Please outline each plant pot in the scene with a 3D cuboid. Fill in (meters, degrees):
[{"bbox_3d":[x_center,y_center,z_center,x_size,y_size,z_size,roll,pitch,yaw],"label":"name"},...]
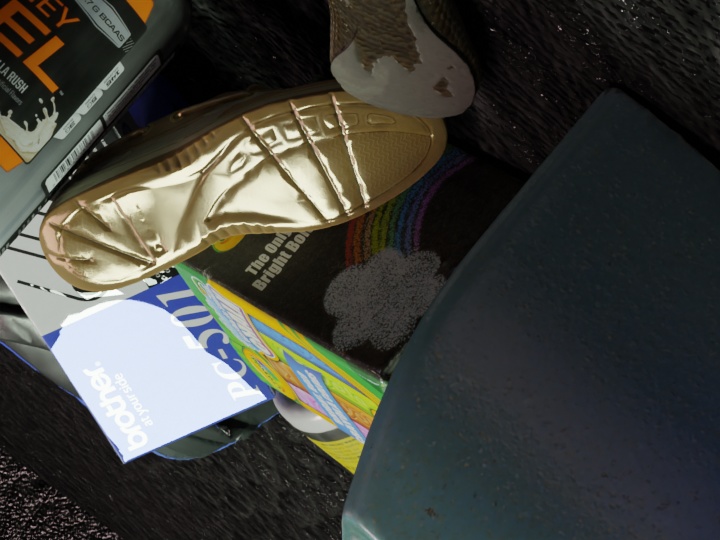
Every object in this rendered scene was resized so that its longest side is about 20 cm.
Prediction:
[{"bbox_3d":[0.099,0.091,1.039,0.196,0.200,0.197,41,161,16],"label":"plant pot"}]

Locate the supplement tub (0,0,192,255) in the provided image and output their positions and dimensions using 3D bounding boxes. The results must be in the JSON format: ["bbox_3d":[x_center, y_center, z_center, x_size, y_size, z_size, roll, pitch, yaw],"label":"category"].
[{"bbox_3d":[-0.163,-0.105,1.189,0.122,0.200,0.123,36,166,10],"label":"supplement tub"}]

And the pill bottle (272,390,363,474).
[{"bbox_3d":[0.055,0.087,1.389,0.200,0.111,0.111,40,168,-30],"label":"pill bottle"}]

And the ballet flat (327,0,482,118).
[{"bbox_3d":[0.010,-0.116,1.041,0.067,0.047,0.200,2,159,15],"label":"ballet flat"}]

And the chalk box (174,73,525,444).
[{"bbox_3d":[0.000,0.000,1.252,0.200,0.125,0.124,30,163,38],"label":"chalk box"}]

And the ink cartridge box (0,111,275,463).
[{"bbox_3d":[-0.128,-0.002,1.313,0.200,0.094,0.044,60,-168,-28],"label":"ink cartridge box"}]

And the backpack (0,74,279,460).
[{"bbox_3d":[-0.107,-0.008,1.437,0.200,0.162,0.168,44,-156,-32],"label":"backpack"}]

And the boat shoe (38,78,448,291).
[{"bbox_3d":[-0.056,-0.055,1.189,0.069,0.199,0.074,-89,-21,-56],"label":"boat shoe"}]
